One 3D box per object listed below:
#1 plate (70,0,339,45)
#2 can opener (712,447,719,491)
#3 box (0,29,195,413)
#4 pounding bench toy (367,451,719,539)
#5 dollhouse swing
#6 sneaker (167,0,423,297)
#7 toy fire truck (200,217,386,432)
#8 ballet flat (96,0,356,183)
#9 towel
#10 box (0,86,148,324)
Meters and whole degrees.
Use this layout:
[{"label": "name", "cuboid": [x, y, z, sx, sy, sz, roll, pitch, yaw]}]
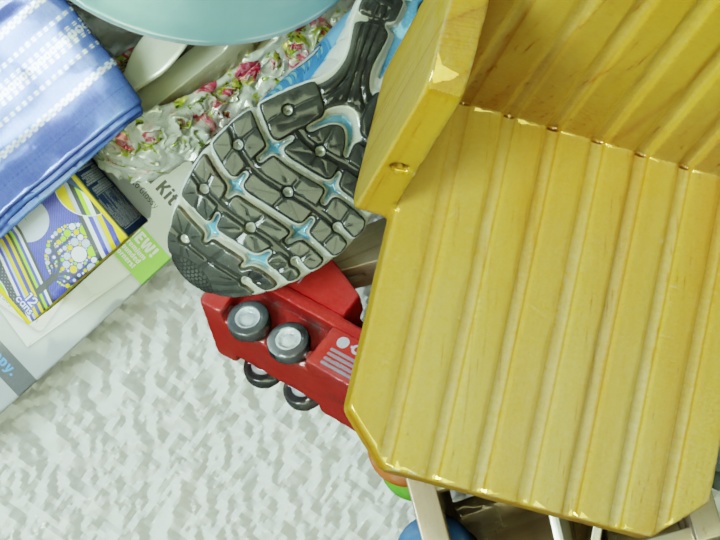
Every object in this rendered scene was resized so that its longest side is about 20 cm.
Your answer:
[{"label": "plate", "cuboid": [-0.082, -0.199, 0.945, 0.198, 0.026, 0.202, 7, 63, -14]}, {"label": "can opener", "cuboid": [0.189, 0.009, 0.977, 0.066, 0.053, 0.202, -2, 63, 13]}, {"label": "box", "cuboid": [-0.189, -0.028, 1.027, 0.200, 0.041, 0.156, -41, 97, 5]}, {"label": "pounding bench toy", "cuboid": [0.078, 0.067, 0.998, 0.155, 0.124, 0.202, -16, 74, 4]}, {"label": "dollhouse swing", "cuboid": [0.103, -0.007, 0.826, 0.198, 0.182, 0.177, 16, 63, -9]}, {"label": "sneaker", "cuboid": [-0.011, -0.065, 0.934, 0.078, 0.090, 0.200, 44, 82, -3]}, {"label": "toy fire truck", "cuboid": [0.000, 0.000, 0.954, 0.199, 0.049, 0.141, 27, 64, 27]}, {"label": "ballet flat", "cuboid": [-0.056, -0.121, 0.971, 0.200, 0.064, 0.076, -44, 58, -10]}, {"label": "towel", "cuboid": [-0.214, -0.107, 0.920, 0.144, 0.024, 0.200, -39, 94, 5]}, {"label": "box", "cuboid": [-0.198, -0.074, 0.968, 0.070, 0.064, 0.200, -40, 94, 6]}]
